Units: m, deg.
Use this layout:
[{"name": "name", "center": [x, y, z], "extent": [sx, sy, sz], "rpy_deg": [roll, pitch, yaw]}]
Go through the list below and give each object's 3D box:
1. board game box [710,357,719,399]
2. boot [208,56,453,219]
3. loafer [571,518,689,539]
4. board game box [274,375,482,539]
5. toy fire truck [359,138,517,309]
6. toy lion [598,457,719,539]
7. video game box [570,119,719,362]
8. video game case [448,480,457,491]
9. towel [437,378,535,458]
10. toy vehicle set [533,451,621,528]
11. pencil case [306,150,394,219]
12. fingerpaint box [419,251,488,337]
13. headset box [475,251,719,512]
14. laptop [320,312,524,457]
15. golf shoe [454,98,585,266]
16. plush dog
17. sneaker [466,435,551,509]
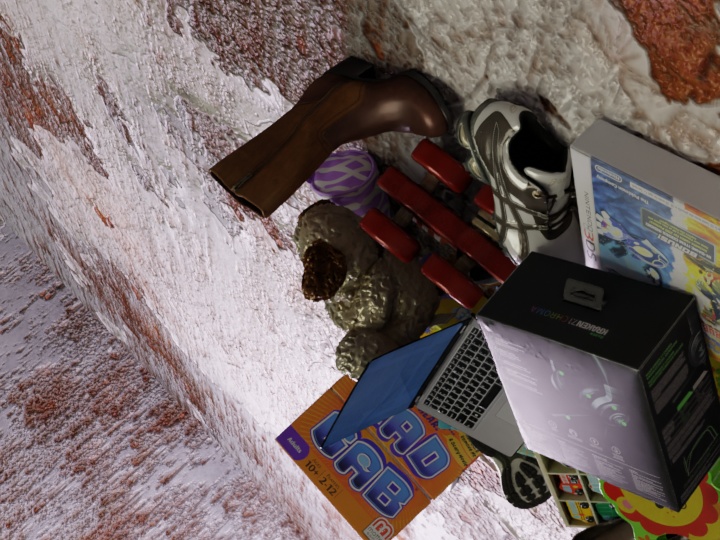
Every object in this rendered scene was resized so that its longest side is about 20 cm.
[{"name": "board game box", "center": [0.259, 0.073, 1.204], "extent": [0.200, 0.048, 0.102], "rpy_deg": [17, 143, 55]}, {"name": "boot", "center": [-0.030, -0.125, 1.227], "extent": [0.188, 0.200, 0.069], "rpy_deg": [32, 154, 39]}, {"name": "loafer", "center": [0.309, 0.287, 1.370], "extent": [0.199, 0.073, 0.071], "rpy_deg": [-21, 121, 34]}, {"name": "board game box", "center": [0.022, 0.238, 1.719], "extent": [0.200, 0.200, 0.200], "rpy_deg": [47, 173, 4]}, {"name": "toy fire truck", "center": [0.105, -0.034, 1.280], "extent": [0.200, 0.112, 0.168], "rpy_deg": [38, -176, 24]}, {"name": "toy lion", "center": [0.321, 0.237, 1.250], "extent": [0.191, 0.069, 0.201], "rpy_deg": [22, 134, 28]}, {"name": "video game box", "center": [0.268, -0.013, 1.038], "extent": [0.200, 0.047, 0.183], "rpy_deg": [33, 157, 37]}, {"name": "video game case", "center": [0.077, 0.246, 1.939], "extent": [0.200, 0.018, 0.143], "rpy_deg": [42, 158, 18]}, {"name": "towel", "center": [0.175, 0.170, 1.403], "extent": [0.199, 0.022, 0.147], "rpy_deg": [18, 152, 16]}, {"name": "toy vehicle set", "center": [0.268, 0.228, 1.375], "extent": [0.124, 0.027, 0.200], "rpy_deg": [-3, 142, 22]}, {"name": "pencil case", "center": [0.001, -0.047, 1.468], "extent": [0.085, 0.084, 0.201], "rpy_deg": [1, 134, 21]}, {"name": "fingerpaint box", "center": [0.128, 0.099, 1.486], "extent": [0.200, 0.073, 0.167], "rpy_deg": [40, 158, 22]}, {"name": "headset box", "center": [0.213, 0.091, 1.108], "extent": [0.174, 0.093, 0.200], "rpy_deg": [18, 144, 43]}, {"name": "laptop", "center": [0.090, 0.145, 1.301], "extent": [0.199, 0.116, 0.188], "rpy_deg": [28, 141, 1]}, {"name": "golf shoe", "center": [0.161, -0.063, 1.125], "extent": [0.200, 0.078, 0.094], "rpy_deg": [55, 159, -19]}, {"name": "plush dog", "center": [0.000, 0.000, 1.341], "extent": [0.172, 0.160, 0.200], "rpy_deg": [41, -166, -22]}, {"name": "sneaker", "center": [0.193, 0.224, 1.622], "extent": [0.200, 0.077, 0.089], "rpy_deg": [59, -171, -29]}]
